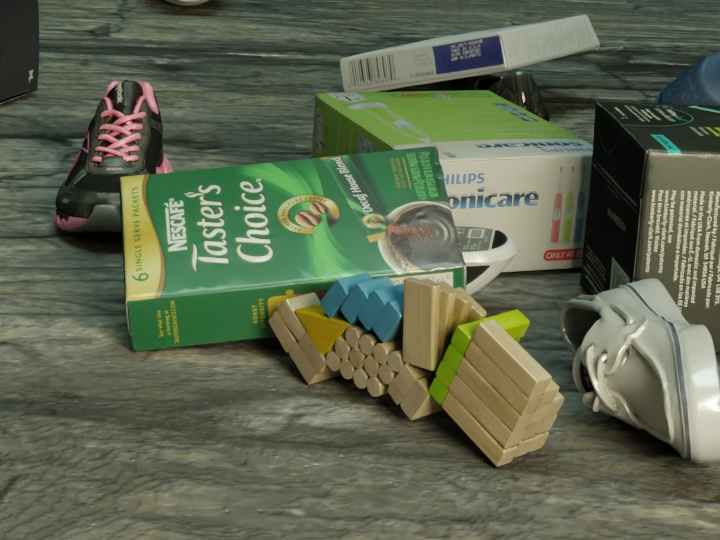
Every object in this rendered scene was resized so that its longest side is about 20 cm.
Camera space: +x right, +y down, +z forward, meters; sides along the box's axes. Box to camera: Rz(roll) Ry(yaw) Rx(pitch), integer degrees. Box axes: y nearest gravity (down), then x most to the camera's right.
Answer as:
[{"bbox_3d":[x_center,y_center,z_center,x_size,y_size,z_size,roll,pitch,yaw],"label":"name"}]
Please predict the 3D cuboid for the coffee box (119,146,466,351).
[{"bbox_3d":[-0.043,-0.015,1.105,0.199,0.044,0.123,-5,41,-3],"label":"coffee box"}]

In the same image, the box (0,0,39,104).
[{"bbox_3d":[-0.407,-0.208,1.653,0.199,0.105,0.148,8,17,17],"label":"box"}]

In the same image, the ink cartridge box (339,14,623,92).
[{"bbox_3d":[0.117,-0.209,1.773,0.199,0.041,0.200,-4,8,41],"label":"ink cartridge box"}]

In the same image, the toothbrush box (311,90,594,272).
[{"bbox_3d":[0.065,-0.067,1.319,0.145,0.086,0.200,-4,18,-22],"label":"toothbrush box"}]

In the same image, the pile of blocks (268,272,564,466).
[{"bbox_3d":[0.039,0.036,0.994,0.062,0.082,0.200,-14,24,-42],"label":"pile of blocks"}]

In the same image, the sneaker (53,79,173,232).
[{"bbox_3d":[-0.174,-0.085,1.324,0.079,0.096,0.200,4,19,-4],"label":"sneaker"}]

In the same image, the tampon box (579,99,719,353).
[{"bbox_3d":[0.253,-0.027,1.158,0.199,0.127,0.150,2,16,-5],"label":"tampon box"}]

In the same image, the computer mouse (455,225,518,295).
[{"bbox_3d":[0.000,0.000,1.172,0.199,0.044,0.110,2,16,9],"label":"computer mouse"}]

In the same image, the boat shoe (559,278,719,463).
[{"bbox_3d":[0.147,0.056,0.992,0.065,0.074,0.200,-7,11,-1],"label":"boat shoe"}]

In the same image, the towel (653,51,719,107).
[{"bbox_3d":[0.282,-0.130,1.218,0.111,0.049,0.200,7,-17,-23],"label":"towel"}]

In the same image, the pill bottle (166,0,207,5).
[{"bbox_3d":[-0.210,-0.379,2.221,0.111,0.111,0.200,1,17,-8],"label":"pill bottle"}]

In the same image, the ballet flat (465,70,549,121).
[{"bbox_3d":[0.135,-0.160,1.668,0.066,0.057,0.200,-1,12,-7],"label":"ballet flat"}]
